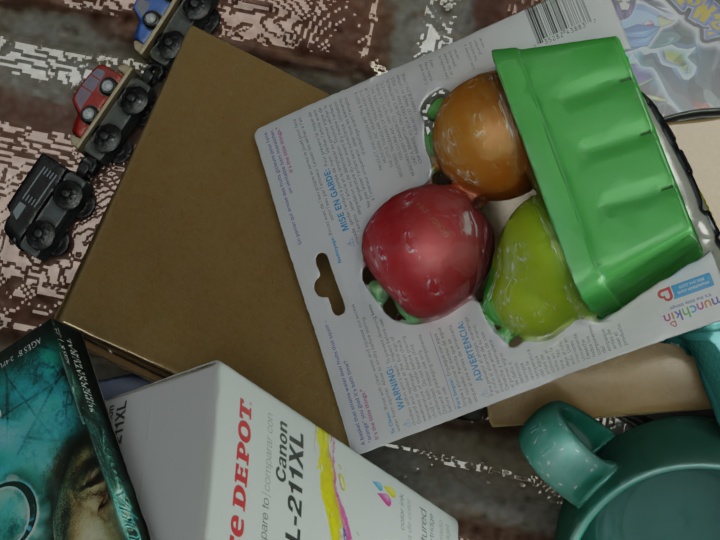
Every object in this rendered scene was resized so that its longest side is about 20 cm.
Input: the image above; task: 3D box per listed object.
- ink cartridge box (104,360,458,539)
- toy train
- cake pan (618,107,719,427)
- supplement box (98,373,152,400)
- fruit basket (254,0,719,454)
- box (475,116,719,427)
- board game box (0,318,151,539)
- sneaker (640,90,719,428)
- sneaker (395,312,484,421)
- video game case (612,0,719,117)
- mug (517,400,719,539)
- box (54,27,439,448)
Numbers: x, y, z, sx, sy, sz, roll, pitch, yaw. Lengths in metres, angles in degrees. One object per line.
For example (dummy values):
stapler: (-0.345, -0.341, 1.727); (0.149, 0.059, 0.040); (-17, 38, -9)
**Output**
ink cartridge box: (-0.040, 0.155, 0.776); (0.083, 0.200, 0.146); (-21, 50, 30)
toy train: (-0.148, -0.097, 0.972); (0.046, 0.034, 0.200); (32, 85, 14)
cake pan: (0.206, 0.007, 0.943); (0.200, 0.037, 0.201); (1, 95, 7)
supplement box: (-0.160, 0.169, 0.893); (0.200, 0.134, 0.200); (-12, 85, -2)
fruit basket: (0.062, -0.025, 0.821); (0.200, 0.094, 0.185); (-24, 72, 18)
box: (0.163, -0.001, 0.916); (0.200, 0.021, 0.164); (-6, 94, 8)
board game box: (-0.188, 0.129, 0.719); (0.200, 0.028, 0.135); (-33, 60, 14)
sneaker: (0.161, 0.003, 0.875); (0.080, 0.078, 0.200); (-28, 80, 14)
sneaker: (-0.001, 0.000, 0.937); (0.201, 0.067, 0.108); (27, 85, 13)
video game case: (0.208, -0.115, 0.982); (0.200, 0.026, 0.181); (34, 85, 2)
mug: (0.178, 0.143, 0.897); (0.152, 0.114, 0.185); (-12, 102, 9)
box: (-0.052, -0.017, 0.867); (0.163, 0.021, 0.200); (26, 58, -12)
